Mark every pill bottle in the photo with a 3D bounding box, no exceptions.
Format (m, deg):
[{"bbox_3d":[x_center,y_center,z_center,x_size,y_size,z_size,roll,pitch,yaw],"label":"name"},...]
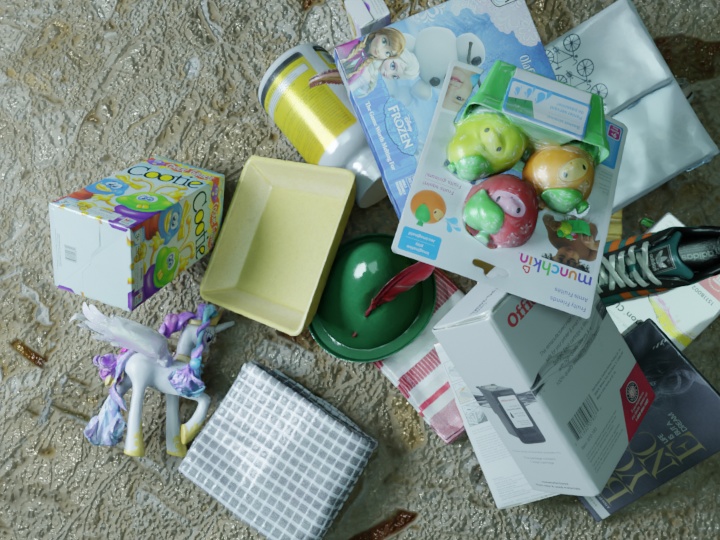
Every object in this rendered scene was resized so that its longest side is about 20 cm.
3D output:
[{"bbox_3d":[-0.032,-0.180,0.796,0.112,0.112,0.200,-39,78,1],"label":"pill bottle"}]

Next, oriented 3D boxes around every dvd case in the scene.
[{"bbox_3d":[0.290,0.170,0.695,0.149,0.016,0.200,50,118,11],"label":"dvd case"}]

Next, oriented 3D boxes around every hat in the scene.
[{"bbox_3d":[0.000,0.000,0.714,0.199,0.176,0.166,-31,66,4],"label":"hat"}]

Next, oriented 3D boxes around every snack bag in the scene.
[{"bbox_3d":[0.257,-0.160,0.672,0.188,0.021,0.201,-30,90,2],"label":"snack bag"}]

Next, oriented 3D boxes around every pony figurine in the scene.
[{"bbox_3d":[-0.263,0.120,0.773,0.192,0.166,0.202,18,79,-28],"label":"pony figurine"}]

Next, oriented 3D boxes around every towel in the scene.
[{"bbox_3d":[0.093,0.094,0.780,0.144,0.023,0.200,-43,77,-1],"label":"towel"},{"bbox_3d":[-0.102,0.222,0.757,0.199,0.086,0.166,30,86,12],"label":"towel"}]

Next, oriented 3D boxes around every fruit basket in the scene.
[{"bbox_3d":[0.142,-0.080,0.559,0.184,0.094,0.201,20,68,-1],"label":"fruit basket"}]

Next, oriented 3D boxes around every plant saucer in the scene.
[{"bbox_3d":[-0.096,-0.034,0.784,0.199,0.048,0.201,16,84,40],"label":"plant saucer"}]

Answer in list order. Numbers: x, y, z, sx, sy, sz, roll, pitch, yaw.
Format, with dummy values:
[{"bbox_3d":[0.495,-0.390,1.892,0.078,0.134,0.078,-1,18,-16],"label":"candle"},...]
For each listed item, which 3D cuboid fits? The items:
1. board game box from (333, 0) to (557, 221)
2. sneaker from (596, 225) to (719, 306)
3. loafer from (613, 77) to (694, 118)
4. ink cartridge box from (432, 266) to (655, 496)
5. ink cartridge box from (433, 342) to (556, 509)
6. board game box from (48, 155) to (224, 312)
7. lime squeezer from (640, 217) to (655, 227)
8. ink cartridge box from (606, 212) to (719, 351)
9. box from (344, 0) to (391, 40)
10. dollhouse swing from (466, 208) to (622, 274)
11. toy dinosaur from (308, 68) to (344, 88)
[{"bbox_3d":[0.100,-0.167,0.642,0.198,0.043,0.201,-23,89,-2],"label":"board game box"},{"bbox_3d":[0.298,-0.009,0.658,0.199,0.080,0.072,-17,80,12],"label":"sneaker"},{"bbox_3d":[0.316,-0.200,0.730,0.199,0.072,0.063,-27,107,-24],"label":"loafer"},{"bbox_3d":[0.183,0.090,0.614,0.145,0.083,0.201,-38,100,-34],"label":"ink cartridge box"},{"bbox_3d":[0.171,0.155,0.711,0.108,0.050,0.201,-23,88,18],"label":"ink cartridge box"},{"bbox_3d":[-0.258,-0.053,0.754,0.102,0.200,0.106,16,119,11],"label":"board game box"},{"bbox_3d":[0.436,-0.040,0.725,0.199,0.071,0.038,-5,45,36],"label":"lime squeezer"},{"bbox_3d":[0.321,0.049,0.723,0.116,0.067,0.200,44,96,13],"label":"ink cartridge box"},{"bbox_3d":[0.018,-0.259,0.755,0.038,0.200,0.042,-26,78,1],"label":"box"},{"bbox_3d":[0.214,-0.096,0.727,0.174,0.182,0.202,2,81,20],"label":"dollhouse swing"},{"bbox_3d":[0.066,-0.232,0.760,0.199,0.182,0.105,31,121,-1],"label":"toy dinosaur"}]
